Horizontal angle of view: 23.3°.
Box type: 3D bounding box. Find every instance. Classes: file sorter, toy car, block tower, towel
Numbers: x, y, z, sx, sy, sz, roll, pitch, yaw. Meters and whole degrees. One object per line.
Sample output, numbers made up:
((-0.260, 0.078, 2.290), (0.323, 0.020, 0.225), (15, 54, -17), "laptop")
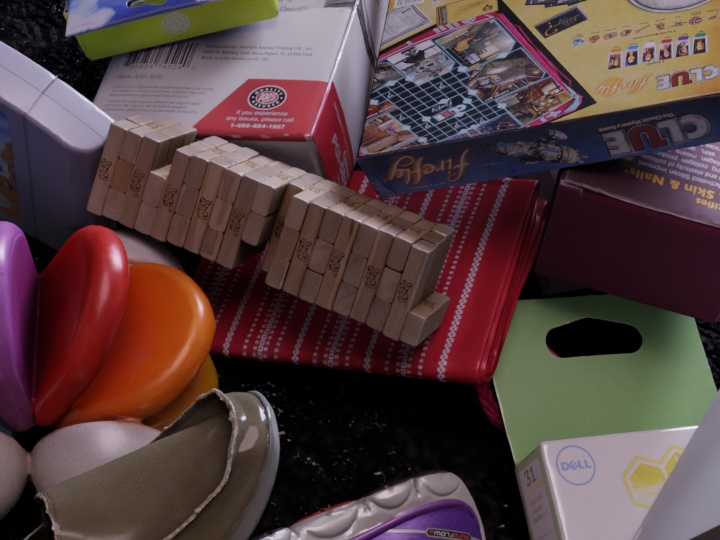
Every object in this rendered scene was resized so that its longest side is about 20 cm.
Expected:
((0.250, 0.101, 0.887), (0.124, 0.139, 0.200), (39, 59, -2), "file sorter")
((-0.172, 0.039, 0.917), (0.199, 0.150, 0.175), (1, 55, -8), "toy car")
((-0.045, -0.026, 0.950), (0.200, 0.058, 0.054), (23, 19, 13), "block tower")
((0.000, 0.000, 1.014), (0.200, 0.023, 0.145), (5, 52, 22), "towel")

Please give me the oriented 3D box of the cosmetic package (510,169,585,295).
((0.134, -0.093, 1.103), (0.107, 0.090, 0.200), (-9, 54, -14), "cosmetic package")

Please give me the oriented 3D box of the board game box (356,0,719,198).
((0.104, -0.113, 0.948), (0.200, 0.035, 0.136), (-8, 47, 23), "board game box")

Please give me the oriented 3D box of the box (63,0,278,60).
((-0.114, -0.206, 1.063), (0.122, 0.048, 0.200), (-12, 48, 9), "box")

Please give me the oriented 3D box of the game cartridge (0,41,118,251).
((-0.230, -0.090, 1.012), (0.200, 0.133, 0.042), (27, 63, 11), "game cartridge")

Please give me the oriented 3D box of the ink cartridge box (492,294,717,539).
((0.154, 0.096, 0.961), (0.145, 0.048, 0.200), (-3, 67, -21), "ink cartridge box")

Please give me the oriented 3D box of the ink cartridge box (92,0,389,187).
((-0.065, -0.129, 1.074), (0.146, 0.083, 0.200), (3, 52, 17), "ink cartridge box")

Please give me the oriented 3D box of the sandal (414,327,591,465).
((0.098, 0.074, 0.999), (0.075, 0.045, 0.200), (-32, 65, -26), "sandal")

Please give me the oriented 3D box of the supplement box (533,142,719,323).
((0.177, -0.083, 0.996), (0.110, 0.086, 0.200), (16, 55, 4), "supplement box")

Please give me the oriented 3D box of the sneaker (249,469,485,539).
((-0.023, 0.170, 0.897), (0.200, 0.081, 0.084), (-20, 80, -14), "sneaker")

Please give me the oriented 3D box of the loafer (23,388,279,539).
((-0.120, 0.130, 0.847), (0.200, 0.070, 0.075), (-46, 37, 6), "loafer")
